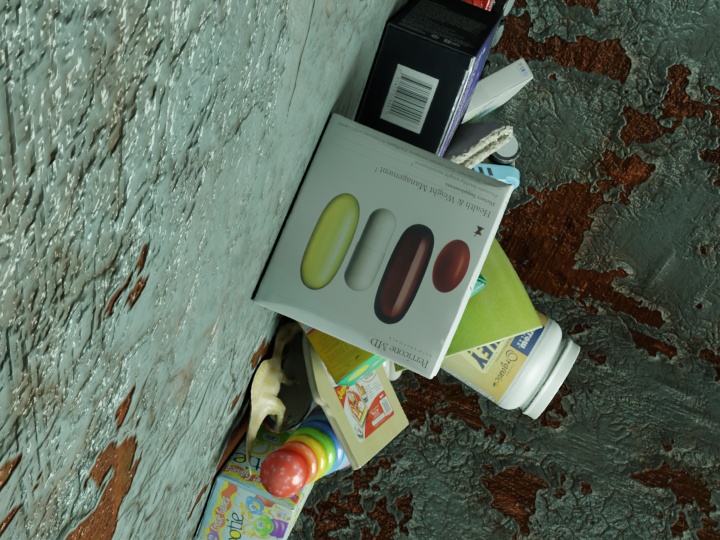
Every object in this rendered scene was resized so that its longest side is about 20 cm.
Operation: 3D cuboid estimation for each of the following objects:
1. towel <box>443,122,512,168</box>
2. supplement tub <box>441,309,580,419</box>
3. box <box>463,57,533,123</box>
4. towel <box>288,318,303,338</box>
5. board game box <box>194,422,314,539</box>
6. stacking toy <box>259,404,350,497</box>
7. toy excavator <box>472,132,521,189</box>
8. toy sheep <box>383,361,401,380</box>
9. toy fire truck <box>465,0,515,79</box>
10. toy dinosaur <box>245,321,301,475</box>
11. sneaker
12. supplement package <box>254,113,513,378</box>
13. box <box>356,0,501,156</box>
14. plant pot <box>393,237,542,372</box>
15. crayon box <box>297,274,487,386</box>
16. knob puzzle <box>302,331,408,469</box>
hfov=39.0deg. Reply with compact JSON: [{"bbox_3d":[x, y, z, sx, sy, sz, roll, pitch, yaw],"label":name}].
[{"bbox_3d":[0.082,-0.133,1.241,0.200,0.132,0.035,-34,118,-34],"label":"towel"},{"bbox_3d":[0.195,0.106,1.444,0.145,0.200,0.144,-57,173,-11],"label":"supplement tub"},{"bbox_3d":[0.132,-0.219,1.425,0.200,0.036,0.144,-29,179,-13],"label":"box"},{"bbox_3d":[-0.008,0.056,1.351,0.022,0.147,0.200,-19,-151,40],"label":"towel"},{"bbox_3d":[-0.120,0.278,1.308,0.200,0.103,0.105,-55,167,-69],"label":"board game box"},{"bbox_3d":[-0.060,0.222,1.215,0.086,0.085,0.200,-68,166,15],"label":"stacking toy"},{"bbox_3d":[0.128,-0.093,1.419,0.100,0.194,0.201,127,-35,-72],"label":"toy excavator"},{"bbox_3d":[-0.013,0.114,1.437,0.138,0.199,0.138,164,-90,-78],"label":"toy sheep"},{"bbox_3d":[0.130,-0.304,1.383,0.200,0.128,0.176,-43,159,-49],"label":"toy fire truck"},{"bbox_3d":[-0.114,0.154,1.206,0.101,0.058,0.200,70,33,-61],"label":"toy dinosaur"},{"bbox_3d":[-0.077,0.129,1.346,0.200,0.075,0.085,-59,180,-37],"label":"sneaker"},{"bbox_3d":[0.026,-0.019,1.026,0.147,0.191,0.200,42,70,-83],"label":"supplement package"},{"bbox_3d":[0.080,-0.228,1.187,0.200,0.104,0.148,-59,170,-58],"label":"box"},{"bbox_3d":[0.102,0.001,1.241,0.187,0.187,0.201,53,20,-84],"label":"plant pot"},{"bbox_3d":[0.027,0.025,1.148,0.200,0.119,0.058,-38,162,11],"label":"crayon box"},{"bbox_3d":[-0.023,0.129,1.251,0.030,0.220,0.220,-26,-166,24],"label":"knob puzzle"}]
